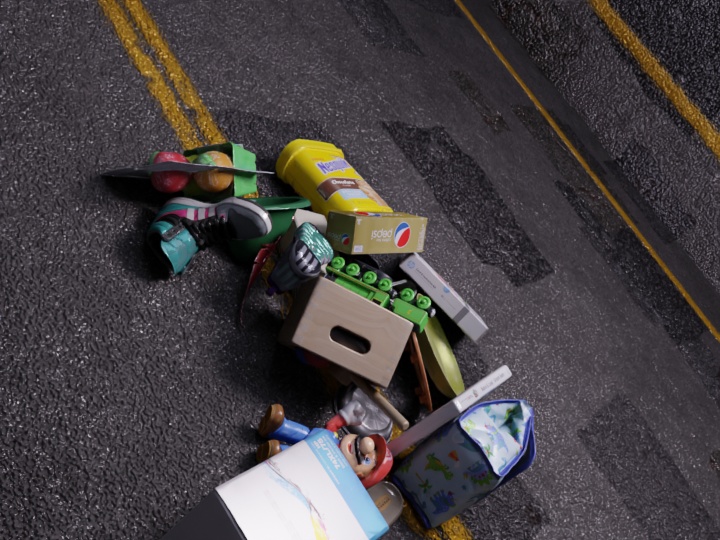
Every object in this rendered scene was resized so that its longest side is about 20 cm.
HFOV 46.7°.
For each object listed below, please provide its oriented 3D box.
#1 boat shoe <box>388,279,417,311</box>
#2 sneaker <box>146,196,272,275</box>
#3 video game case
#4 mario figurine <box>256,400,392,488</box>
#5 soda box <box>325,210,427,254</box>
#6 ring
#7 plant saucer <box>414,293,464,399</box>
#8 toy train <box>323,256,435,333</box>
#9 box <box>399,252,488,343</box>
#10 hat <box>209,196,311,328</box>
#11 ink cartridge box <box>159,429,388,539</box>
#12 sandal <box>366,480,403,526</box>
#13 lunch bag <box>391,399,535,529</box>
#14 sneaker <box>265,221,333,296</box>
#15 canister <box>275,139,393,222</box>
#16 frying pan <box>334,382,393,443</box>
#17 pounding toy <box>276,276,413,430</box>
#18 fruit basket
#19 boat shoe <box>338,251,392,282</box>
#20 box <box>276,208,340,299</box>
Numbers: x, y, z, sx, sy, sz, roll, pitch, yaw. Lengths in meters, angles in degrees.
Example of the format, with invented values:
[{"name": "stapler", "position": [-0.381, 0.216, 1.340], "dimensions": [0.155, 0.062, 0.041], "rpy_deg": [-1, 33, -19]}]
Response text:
[{"name": "boat shoe", "position": [0.039, 0.059, 1.471], "dimensions": [0.072, 0.071, 0.200], "rpy_deg": [46, 32, 2]}, {"name": "sneaker", "position": [-0.233, -0.049, 1.209], "dimensions": [0.122, 0.197, 0.085], "rpy_deg": [-60, 142, -41]}, {"name": "video game case", "position": [0.118, 0.222, 1.262], "dimensions": [0.181, 0.199, 0.024], "rpy_deg": [-18, 72, -55]}, {"name": "mario figurine", "position": [-0.037, 0.239, 1.147], "dimensions": [0.197, 0.106, 0.126], "rpy_deg": [18, 85, -25]}, {"name": "soda box", "position": [0.030, -0.067, 1.452], "dimensions": [0.067, 0.065, 0.198], "rpy_deg": [16, 12, 40]}, {"name": "ring", "position": [0.085, 0.136, 1.381], "dimensions": [0.200, 0.019, 0.204], "rpy_deg": [166, -89, -90]}, {"name": "plant saucer", "position": [0.130, 0.139, 1.464], "dimensions": [0.202, 0.031, 0.201], "rpy_deg": [61, 12, -22]}, {"name": "toy train", "position": [0.023, 0.039, 1.309], "dimensions": [0.198, 0.042, 0.057], "rpy_deg": [24, 64, 22]}, {"name": "box", "position": [0.155, 0.044, 1.592], "dimensions": [0.200, 0.041, 0.156], "rpy_deg": [44, 5, 0]}, {"name": "hat", "position": [-0.170, -0.023, 1.357], "dimensions": [0.198, 0.164, 0.180], "rpy_deg": [-12, 104, -47]}, {"name": "ink cartridge box", "position": [-0.100, 0.310, 0.968], "dimensions": [0.147, 0.147, 0.199], "rpy_deg": [54, 33, 13]}, {"name": "sandal", "position": [0.012, 0.344, 1.143], "dimensions": [0.082, 0.055, 0.199], "rpy_deg": [52, 33, 10]}, {"name": "lunch bag", "position": [0.171, 0.284, 1.283], "dimensions": [0.128, 0.170, 0.199], "rpy_deg": [52, 31, 10]}, {"name": "sneaker", "position": [-0.101, -0.017, 1.297], "dimensions": [0.075, 0.087, 0.200], "rpy_deg": [52, 13, -4]}, {"name": "canister", "position": [-0.047, -0.147, 1.548], "dimensions": [0.147, 0.087, 0.200], "rpy_deg": [-1, 42, -50]}, {"name": "frying pan", "position": [0.024, 0.206, 1.337], "dimensions": [0.115, 0.031, 0.190], "rpy_deg": [46, 36, -1]}, {"name": "pounding toy", "position": [-0.014, 0.120, 1.225], "dimensions": [0.198, 0.184, 0.144], "rpy_deg": [27, 80, -10]}, {"name": "fruit basket", "position": [-0.264, -0.158, 1.284], "dimensions": [0.198, 0.183, 0.096], "rpy_deg": [7, 84, -47]}, {"name": "boat shoe", "position": [0.000, 0.000, 1.447], "dimensions": [0.074, 0.063, 0.200], "rpy_deg": [34, 5, -31]}, {"name": "box", "position": [-0.079, -0.004, 1.410], "dimensions": [0.081, 0.068, 0.202], "rpy_deg": [12, 45, -40]}]
